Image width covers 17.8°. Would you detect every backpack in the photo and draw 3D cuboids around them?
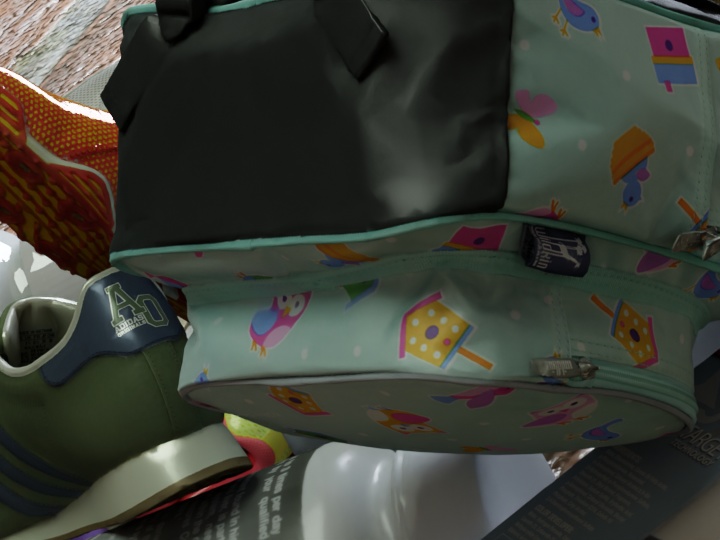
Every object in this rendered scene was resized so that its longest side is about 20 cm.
[{"bbox_3d":[0.042,-0.020,0.709,0.200,0.154,0.176,-1,-6,-40],"label":"backpack"}]

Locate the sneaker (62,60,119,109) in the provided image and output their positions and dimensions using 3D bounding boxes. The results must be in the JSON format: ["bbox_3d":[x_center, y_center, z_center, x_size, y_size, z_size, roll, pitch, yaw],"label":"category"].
[{"bbox_3d":[-0.064,-0.091,1.006,0.200,0.088,0.082,-26,60,13],"label":"sneaker"}]

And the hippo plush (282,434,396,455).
[{"bbox_3d":[0.000,0.000,0.940,0.199,0.160,0.161,-12,51,-16],"label":"hippo plush"}]

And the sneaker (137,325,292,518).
[{"bbox_3d":[-0.108,0.076,1.044,0.199,0.078,0.090,-18,31,27],"label":"sneaker"}]

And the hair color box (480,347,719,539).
[{"bbox_3d":[0.109,0.101,0.725,0.200,0.099,0.061,-37,24,-11],"label":"hair color box"}]

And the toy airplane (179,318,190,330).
[{"bbox_3d":[-0.031,-0.060,1.165,0.200,0.141,0.199,-61,0,26],"label":"toy airplane"}]

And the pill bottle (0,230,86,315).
[{"bbox_3d":[-0.206,0.046,1.170,0.200,0.110,0.110,-26,26,12],"label":"pill bottle"}]

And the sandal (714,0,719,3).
[{"bbox_3d":[0.199,-0.157,1.136,0.054,0.081,0.200,-22,12,-34],"label":"sandal"}]

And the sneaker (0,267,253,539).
[{"bbox_3d":[-0.109,0.052,0.861,0.067,0.090,0.200,-21,-3,-32],"label":"sneaker"}]

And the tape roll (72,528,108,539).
[{"bbox_3d":[-0.191,0.168,0.987,0.200,0.066,0.200,-26,26,14],"label":"tape roll"}]

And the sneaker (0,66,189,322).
[{"bbox_3d":[-0.065,-0.027,0.834,0.073,0.200,0.077,-10,56,55],"label":"sneaker"}]

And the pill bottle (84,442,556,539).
[{"bbox_3d":[-0.026,0.127,0.813,0.199,0.114,0.114,-23,26,19],"label":"pill bottle"}]

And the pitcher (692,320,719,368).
[{"bbox_3d":[0.192,-0.002,0.804,0.200,0.172,0.121,-38,-17,30],"label":"pitcher"}]
